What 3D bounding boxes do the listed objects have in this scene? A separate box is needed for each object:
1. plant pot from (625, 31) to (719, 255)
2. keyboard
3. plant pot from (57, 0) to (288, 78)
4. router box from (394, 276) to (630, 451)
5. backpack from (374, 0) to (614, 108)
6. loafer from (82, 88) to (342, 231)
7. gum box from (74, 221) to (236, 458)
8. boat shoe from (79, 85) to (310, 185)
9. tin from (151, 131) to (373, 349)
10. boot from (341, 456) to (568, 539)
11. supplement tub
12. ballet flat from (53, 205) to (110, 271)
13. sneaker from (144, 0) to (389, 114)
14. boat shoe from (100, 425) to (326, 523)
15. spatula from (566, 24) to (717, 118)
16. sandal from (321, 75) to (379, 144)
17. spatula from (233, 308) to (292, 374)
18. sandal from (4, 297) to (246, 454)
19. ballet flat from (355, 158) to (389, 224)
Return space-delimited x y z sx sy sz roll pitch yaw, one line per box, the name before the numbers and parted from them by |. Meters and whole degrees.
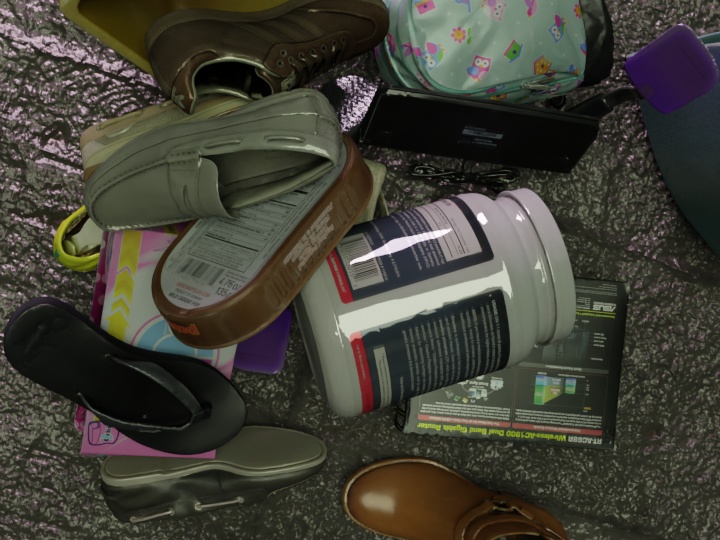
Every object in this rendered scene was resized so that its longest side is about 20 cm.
plant pot | 0.372 -0.113 0.834 0.193 0.196 0.203 -15 102 -6
keyboard | 0.096 -0.110 0.831 0.197 0.127 0.021 7 61 -12
plant pot | -0.123 -0.287 0.750 0.194 0.194 0.202 -29 67 16
router box | 0.135 0.076 0.868 0.197 0.062 0.153 6 90 -7
backpack | 0.108 -0.215 0.824 0.197 0.127 0.170 -15 92 -10
loafer | -0.107 -0.069 0.688 0.197 0.070 0.070 -21 137 10
gum box | -0.164 0.059 0.797 0.112 0.066 0.203 6 105 -23
boat shoe | -0.129 -0.116 0.776 0.197 0.073 0.066 -19 56 -4
tin | -0.071 -0.030 0.711 0.201 0.111 0.042 -52 140 -25
boot | 0.086 0.221 0.819 0.197 0.155 0.078 19 90 -7
supplement tub | 0.052 0.022 0.753 0.197 0.140 0.143 -16 93 -9
ballet flat | -0.174 -0.060 0.826 0.198 0.067 0.067 -31 91 -5
sneaker | -0.060 -0.158 0.733 0.197 0.071 0.076 -14 66 -22
boat shoe | -0.126 0.181 0.845 0.196 0.067 0.058 -5 118 -3
spatula | 0.213 -0.142 0.803 0.057 0.200 0.021 47 67 -9
sandal | -0.051 -0.093 0.825 0.199 0.043 0.076 -39 60 -25
spatula | -0.081 -0.010 0.860 0.056 0.021 0.204 8 88 -19
sandal | -0.175 0.091 0.731 0.198 0.043 0.077 28 96 -28
ballet flat | 0.000 0.000 0.851 0.061 0.067 0.204 1 92 -19
